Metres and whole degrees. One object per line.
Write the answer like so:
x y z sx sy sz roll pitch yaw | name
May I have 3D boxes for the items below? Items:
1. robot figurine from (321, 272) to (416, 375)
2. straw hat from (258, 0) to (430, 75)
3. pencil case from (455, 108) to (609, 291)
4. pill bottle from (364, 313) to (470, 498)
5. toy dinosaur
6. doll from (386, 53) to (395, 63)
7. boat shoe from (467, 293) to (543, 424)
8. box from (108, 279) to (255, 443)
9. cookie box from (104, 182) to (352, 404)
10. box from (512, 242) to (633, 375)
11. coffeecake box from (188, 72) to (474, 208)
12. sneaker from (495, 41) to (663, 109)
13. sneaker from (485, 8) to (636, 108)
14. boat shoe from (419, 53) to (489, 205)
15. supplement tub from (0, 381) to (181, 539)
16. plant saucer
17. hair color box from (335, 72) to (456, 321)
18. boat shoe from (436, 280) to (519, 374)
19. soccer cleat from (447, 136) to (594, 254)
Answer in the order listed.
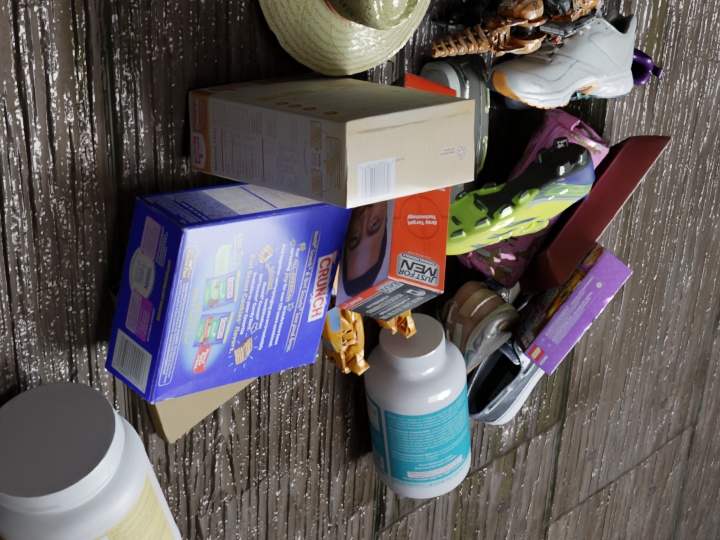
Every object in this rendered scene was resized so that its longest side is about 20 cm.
0.000 0.000 1.578 0.145 0.058 0.201 -36 139 -26 | robot figurine
0.011 -0.253 1.366 0.199 0.085 0.203 -12 117 -25 | straw hat
0.181 -0.078 1.710 0.201 0.082 0.087 -56 -173 16 | pencil case
0.062 0.143 1.735 0.110 0.110 0.201 -34 138 -28 | pill bottle
0.143 -0.250 1.521 0.199 0.135 0.103 -9 123 -46 | toy dinosaur
0.049 -0.294 1.454 0.136 0.048 0.201 26 95 -47 | doll
0.183 0.089 1.876 0.068 0.072 0.201 16 110 -54 | boat shoe
-0.145 0.048 1.504 0.163 0.021 0.201 -37 140 -26 | box
-0.115 0.013 1.430 0.199 0.075 0.173 -10 123 -44 | cookie box
0.221 0.032 1.721 0.137 0.039 0.200 -52 -177 5 | box
-0.026 -0.115 1.365 0.153 0.199 0.074 -15 112 -42 | coffeecake box
0.232 -0.208 1.694 0.199 0.087 0.075 -25 133 -36 | sneaker
0.200 -0.218 1.588 0.199 0.075 0.093 -16 122 -43 | sneaker
0.097 -0.121 1.617 0.060 0.072 0.203 -23 128 -31 | boat shoe
-0.245 0.209 1.405 0.145 0.145 0.201 -38 139 -23 | supplement tub
0.246 -0.067 1.778 0.200 0.037 0.200 -53 -176 -7 | plant saucer
0.033 -0.066 1.469 0.061 0.101 0.202 15 66 -26 | hair color box
0.121 0.058 1.751 0.076 0.072 0.200 -37 169 -18 | boat shoe
0.156 -0.057 1.604 0.199 0.065 0.084 -31 134 -21 | soccer cleat
